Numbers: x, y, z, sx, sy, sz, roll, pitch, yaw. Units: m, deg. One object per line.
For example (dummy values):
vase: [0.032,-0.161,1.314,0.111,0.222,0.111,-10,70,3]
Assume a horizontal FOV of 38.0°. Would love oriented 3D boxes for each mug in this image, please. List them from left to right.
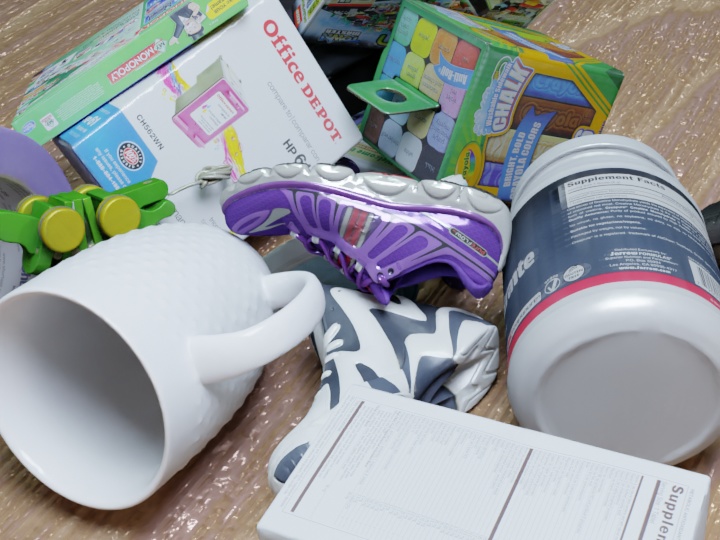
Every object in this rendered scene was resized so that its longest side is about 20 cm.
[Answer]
mug: [-0.113,0.041,0.674,0.198,0.149,0.175,-11,17,31]

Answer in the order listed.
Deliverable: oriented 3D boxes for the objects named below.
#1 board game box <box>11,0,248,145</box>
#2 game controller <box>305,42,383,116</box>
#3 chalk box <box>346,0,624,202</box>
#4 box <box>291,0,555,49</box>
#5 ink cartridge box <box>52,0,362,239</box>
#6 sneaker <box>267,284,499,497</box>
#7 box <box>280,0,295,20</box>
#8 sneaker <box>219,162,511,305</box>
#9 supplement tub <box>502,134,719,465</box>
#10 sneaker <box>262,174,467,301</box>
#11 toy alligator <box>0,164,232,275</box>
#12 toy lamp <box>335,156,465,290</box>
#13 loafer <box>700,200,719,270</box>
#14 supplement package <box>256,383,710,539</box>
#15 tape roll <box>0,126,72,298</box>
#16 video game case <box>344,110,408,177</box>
board game box: [-0.182,-0.180,0.833,0.199,0.029,0.135,-32,27,6]
game controller: [-0.045,-0.167,0.949,0.199,0.105,0.042,-30,59,-19]
chalk box: [0.087,-0.137,0.844,0.198,0.125,0.125,4,26,-37]
box: [0.053,-0.227,0.886,0.198,0.110,0.035,-1,73,-25]
ink cartridge box: [-0.119,-0.108,0.837,0.200,0.145,0.084,-42,27,-14]
sneaker: [-0.014,0.072,0.688,0.129,0.080,0.199,23,46,37]
box: [-0.120,-0.169,0.944,0.036,0.144,0.200,24,57,39]
sneaker: [-0.002,-0.022,0.689,0.198,0.084,0.081,8,-6,15]
supplement tub: [0.162,0.016,0.678,0.139,0.142,0.201,-2,37,7]
sneaker: [0.000,0.000,0.779,0.199,0.083,0.074,-21,0,31]
toy alligator: [-0.174,-0.032,0.742,0.198,0.055,0.059,-16,22,-35]
toy lamp: [0.017,-0.049,0.861,0.058,0.059,0.199,-34,45,-31]
loafer: [0.313,-0.034,0.789,0.199,0.072,0.073,-25,8,-39]
supplement package: [0.065,0.155,0.536,0.198,0.110,0.114,12,41,25]
tape roll: [-0.287,-0.001,0.729,0.084,0.202,0.201,6,38,23]
video game case: [0.023,-0.148,1.020,0.199,0.022,0.182,22,46,33]
